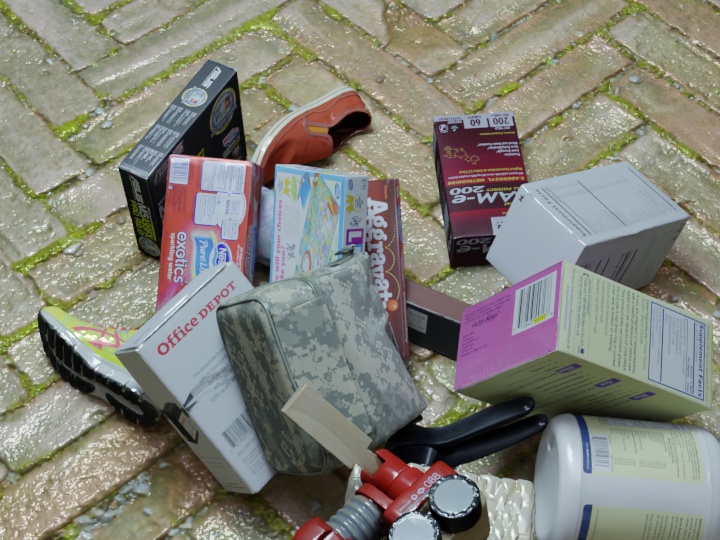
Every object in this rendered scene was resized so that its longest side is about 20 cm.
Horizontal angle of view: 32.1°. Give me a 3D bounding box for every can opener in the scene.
[{"bbox_3d":[0.105,0.182,1.312,0.198,0.064,0.079,-22,39,22],"label":"can opener"}]

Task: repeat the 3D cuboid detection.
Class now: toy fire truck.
[{"bbox_3d":[-0.007,0.214,1.116,0.176,0.130,0.199,-38,48,-24],"label":"toy fire truck"}]

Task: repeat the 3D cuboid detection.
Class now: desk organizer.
[{"bbox_3d":[0.123,0.054,1.449,0.198,0.072,0.077,22,54,16],"label":"desk organizer"}]

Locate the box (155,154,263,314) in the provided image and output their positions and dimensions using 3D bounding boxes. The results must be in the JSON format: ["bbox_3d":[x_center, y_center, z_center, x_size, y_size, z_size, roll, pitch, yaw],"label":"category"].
[{"bbox_3d":[-0.172,-0.027,1.440,0.098,0.095,0.203,5,91,4],"label":"box"}]

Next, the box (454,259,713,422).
[{"bbox_3d":[0.228,0.088,1.286,0.198,0.176,0.098,21,63,-23],"label":"box"}]

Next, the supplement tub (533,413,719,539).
[{"bbox_3d":[0.284,0.225,1.265,0.197,0.146,0.146,6,53,-3],"label":"supplement tub"}]

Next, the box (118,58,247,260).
[{"bbox_3d":[-0.213,-0.134,1.537,0.044,0.161,0.201,23,56,16],"label":"box"}]

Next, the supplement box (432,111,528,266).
[{"bbox_3d":[0.153,-0.105,1.571,0.107,0.061,0.202,-4,54,-3],"label":"supplement box"}]

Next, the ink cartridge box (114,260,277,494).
[{"bbox_3d":[-0.140,0.114,1.334,0.145,0.083,0.201,-44,105,-26],"label":"ink cartridge box"}]

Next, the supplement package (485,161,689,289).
[{"bbox_3d":[0.262,-0.039,1.446,0.199,0.110,0.114,-14,49,-40],"label":"supplement package"}]

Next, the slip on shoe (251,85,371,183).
[{"bbox_3d":[-0.064,-0.170,1.620,0.199,0.074,0.061,-36,63,-28],"label":"slip on shoe"}]

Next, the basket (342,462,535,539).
[{"bbox_3d":[0.071,0.305,1.209,0.196,0.162,0.202,7,52,7],"label":"basket"}]

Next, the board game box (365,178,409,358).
[{"bbox_3d":[0.000,0.000,1.423,0.102,0.019,0.203,-4,91,19],"label":"board game box"}]

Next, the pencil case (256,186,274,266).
[{"bbox_3d":[-0.071,-0.028,1.506,0.199,0.083,0.091,28,88,20],"label":"pencil case"}]

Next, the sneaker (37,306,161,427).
[{"bbox_3d":[-0.283,0.096,1.430,0.199,0.079,0.090,33,52,16],"label":"sneaker"}]

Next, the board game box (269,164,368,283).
[{"bbox_3d":[-0.050,-0.012,1.404,0.034,0.203,0.134,-4,12,-39],"label":"board game box"}]

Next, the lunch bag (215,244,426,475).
[{"bbox_3d":[-0.030,0.092,1.272,0.167,0.139,0.202,-24,95,-30],"label":"lunch bag"}]
